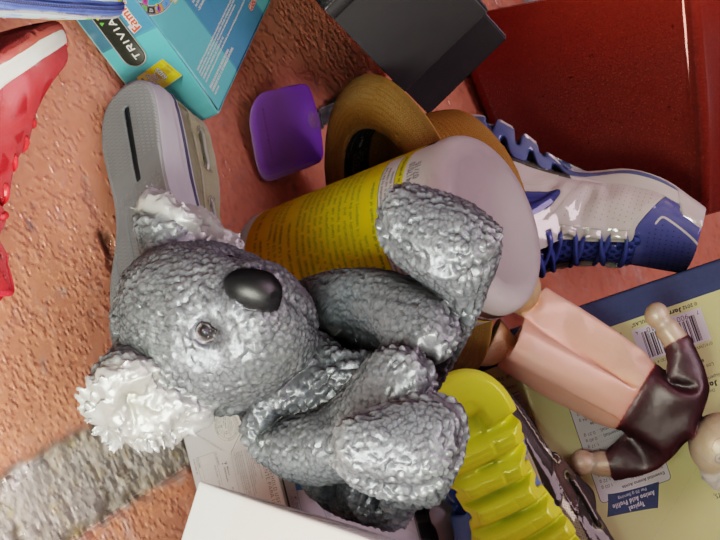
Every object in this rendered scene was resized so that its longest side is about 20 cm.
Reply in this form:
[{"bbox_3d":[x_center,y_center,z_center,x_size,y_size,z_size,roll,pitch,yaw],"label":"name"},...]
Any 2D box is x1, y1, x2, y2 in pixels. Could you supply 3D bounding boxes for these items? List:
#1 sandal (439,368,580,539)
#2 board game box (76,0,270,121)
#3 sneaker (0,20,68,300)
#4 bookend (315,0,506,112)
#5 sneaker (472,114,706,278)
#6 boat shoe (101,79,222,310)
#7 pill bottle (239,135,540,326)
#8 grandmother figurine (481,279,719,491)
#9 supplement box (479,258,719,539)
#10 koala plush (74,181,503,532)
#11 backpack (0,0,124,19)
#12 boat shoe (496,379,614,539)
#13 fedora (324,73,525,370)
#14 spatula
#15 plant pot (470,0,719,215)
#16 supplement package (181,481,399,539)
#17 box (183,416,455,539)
[{"bbox_3d":[0.083,0.143,1.696,0.087,0.079,0.201,-129,-159,-73],"label":"sandal"},{"bbox_3d":[-0.140,-0.207,1.691,0.200,0.047,0.151,53,33,-25],"label":"board game box"},{"bbox_3d":[-0.210,-0.049,1.477,0.200,0.078,0.116,-42,117,-45],"label":"sneaker"},{"bbox_3d":[0.030,-0.181,1.809,0.199,0.092,0.200,44,5,-35],"label":"bookend"},{"bbox_3d":[0.133,-0.022,1.934,0.081,0.198,0.116,102,10,-56],"label":"sneaker"},{"bbox_3d":[-0.105,-0.020,1.607,0.062,0.072,0.201,19,54,-41],"label":"boat shoe"},{"bbox_3d":[0.000,0.000,1.637,0.109,0.199,0.110,34,46,-44],"label":"pill bottle"},{"bbox_3d":[0.175,0.083,1.767,0.199,0.122,0.061,28,20,-2],"label":"grandmother figurine"},{"bbox_3d":[0.205,0.112,1.867,0.134,0.199,0.201,144,-73,-80],"label":"supplement box"},{"bbox_3d":[-0.048,0.045,1.497,0.199,0.184,0.178,16,64,-9],"label":"koala plush"},{"bbox_3d":[-0.179,-0.208,1.462,0.182,0.199,0.148,-1,100,-45],"label":"backpack"},{"bbox_3d":[0.118,0.156,1.757,0.065,0.073,0.201,-25,90,-40],"label":"boat shoe"},{"bbox_3d":[0.052,-0.036,1.753,0.081,0.200,0.202,-21,90,-25],"label":"fedora"},{"bbox_3d":[-0.019,-0.105,1.845,0.200,0.020,0.057,-27,108,-62],"label":"spatula"},{"bbox_3d":[0.211,-0.125,2.076,0.200,0.199,0.177,-13,94,-59],"label":"plant pot"},{"bbox_3d":[0.007,0.220,1.466,0.150,0.199,0.153,22,84,-48],"label":"supplement package"},{"bbox_3d":[-0.016,0.133,1.670,0.200,0.060,0.117,2,71,-58],"label":"box"}]
